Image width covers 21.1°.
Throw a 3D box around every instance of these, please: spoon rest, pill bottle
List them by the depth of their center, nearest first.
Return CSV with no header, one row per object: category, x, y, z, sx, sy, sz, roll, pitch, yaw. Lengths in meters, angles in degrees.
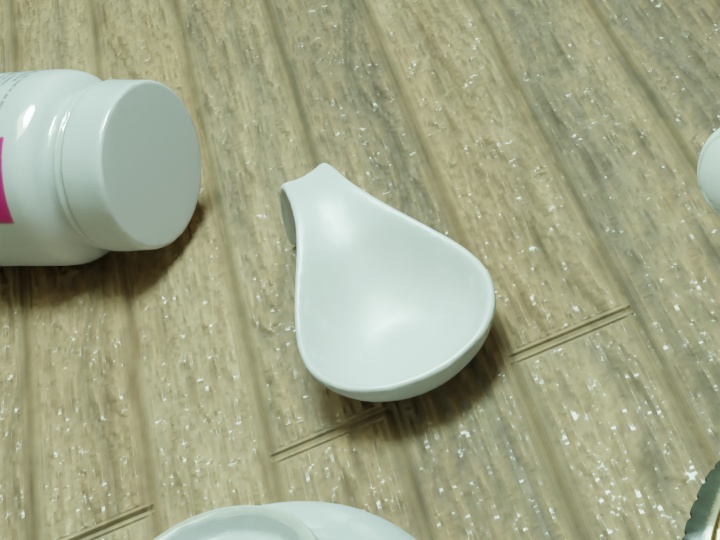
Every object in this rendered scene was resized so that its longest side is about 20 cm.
spoon rest,0.000,0.000,0.969,0.099,0.061,0.200,-29,33,-6
pill bottle,-0.199,-0.059,1.127,0.199,0.114,0.114,-1,41,32

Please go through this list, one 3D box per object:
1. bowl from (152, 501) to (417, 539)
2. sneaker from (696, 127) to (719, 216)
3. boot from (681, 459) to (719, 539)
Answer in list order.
bowl,-0.043,0.157,0.758,0.200,0.091,0.202,-16,35,12
sneaker,0.199,-0.021,0.827,0.099,0.078,0.200,-7,23,-29
boot,0.198,0.100,0.701,0.138,0.078,0.200,2,43,27
